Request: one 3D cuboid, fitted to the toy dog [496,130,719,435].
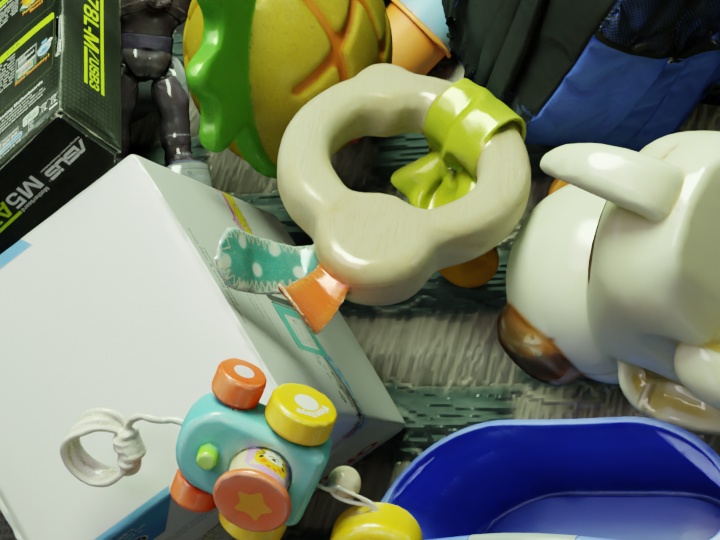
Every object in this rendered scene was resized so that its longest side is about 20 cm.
[{"bbox_3d":[0.140,0.009,0.914,0.200,0.192,0.141,173,112,-68],"label":"toy dog"}]

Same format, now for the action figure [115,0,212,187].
[{"bbox_3d":[-0.123,-0.111,1.104,0.069,0.129,0.202,160,111,-75],"label":"action figure"}]

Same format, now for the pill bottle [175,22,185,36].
[{"bbox_3d":[-0.050,-0.239,1.219,0.112,0.113,0.202,0,64,33],"label":"pill bottle"}]

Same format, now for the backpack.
[{"bbox_3d":[0.144,-0.153,1.014,0.200,0.166,0.163,-55,35,38],"label":"backpack"}]

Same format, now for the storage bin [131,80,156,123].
[{"bbox_3d":[-0.224,-0.113,1.225,0.199,0.134,0.147,-26,89,17],"label":"storage bin"}]

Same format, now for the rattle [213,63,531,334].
[{"bbox_3d":[0.000,0.000,0.967,0.129,0.143,0.201,28,49,0],"label":"rattle"}]

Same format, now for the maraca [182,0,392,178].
[{"bbox_3d":[-0.045,-0.117,1.026,0.106,0.200,0.139,4,93,19],"label":"maraca"}]

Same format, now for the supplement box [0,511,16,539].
[{"bbox_3d":[-0.242,0.084,1.115,0.109,0.108,0.202,9,89,37],"label":"supplement box"}]

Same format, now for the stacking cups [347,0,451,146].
[{"bbox_3d":[0.052,-0.154,1.145,0.200,0.060,0.061,-49,49,4],"label":"stacking cups"}]

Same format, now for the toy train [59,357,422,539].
[{"bbox_3d":[-0.045,0.140,0.859,0.149,0.201,0.056,-25,20,16],"label":"toy train"}]

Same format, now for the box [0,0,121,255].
[{"bbox_3d":[-0.201,-0.070,1.008,0.200,0.047,0.194,-39,33,23],"label":"box"}]

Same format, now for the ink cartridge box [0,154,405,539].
[{"bbox_3d":[-0.095,0.056,0.993,0.146,0.200,0.147,-35,75,10],"label":"ink cartridge box"}]

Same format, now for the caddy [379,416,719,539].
[{"bbox_3d":[0.093,0.142,0.905,0.198,0.105,0.143,-4,62,31],"label":"caddy"}]
